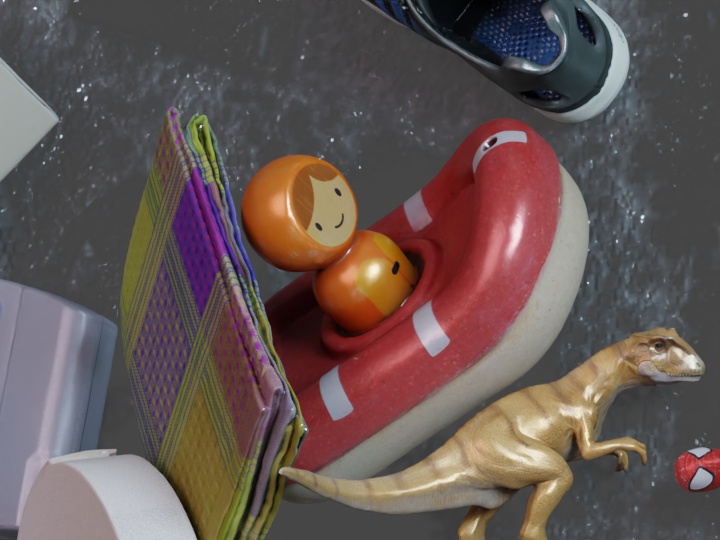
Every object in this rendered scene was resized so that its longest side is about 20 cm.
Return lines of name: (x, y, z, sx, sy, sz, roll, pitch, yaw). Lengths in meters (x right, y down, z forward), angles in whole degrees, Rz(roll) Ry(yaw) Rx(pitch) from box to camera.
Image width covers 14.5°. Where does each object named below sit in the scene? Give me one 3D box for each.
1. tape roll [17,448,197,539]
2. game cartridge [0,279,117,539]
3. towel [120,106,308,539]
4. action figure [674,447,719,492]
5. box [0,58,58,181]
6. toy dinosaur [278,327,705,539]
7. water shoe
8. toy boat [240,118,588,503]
tape roll: (-0.110, 0.182, 1.266, 0.203, 0.037, 0.203, 174, 90, -66)
game cartridge: (-0.218, 0.068, 1.446, 0.200, 0.040, 0.133, -1, 70, 32)
towel: (-0.069, 0.042, 1.245, 0.200, 0.023, 0.144, -111, 30, -43)
action figure: (0.221, 0.066, 1.164, 0.200, 0.052, 0.065, -16, 70, 30)
box: (-0.253, -0.035, 1.442, 0.200, 0.068, 0.082, -46, 29, -5)
toy dinosaur: (0.056, 0.085, 1.218, 0.200, 0.106, 0.060, -25, 20, -20)
water shoe: (0.043, -0.142, 1.324, 0.200, 0.079, 0.072, 35, 94, 35)
toy boat: (0.000, 0.000, 1.255, 0.200, 0.131, 0.131, -36, 26, 17)
